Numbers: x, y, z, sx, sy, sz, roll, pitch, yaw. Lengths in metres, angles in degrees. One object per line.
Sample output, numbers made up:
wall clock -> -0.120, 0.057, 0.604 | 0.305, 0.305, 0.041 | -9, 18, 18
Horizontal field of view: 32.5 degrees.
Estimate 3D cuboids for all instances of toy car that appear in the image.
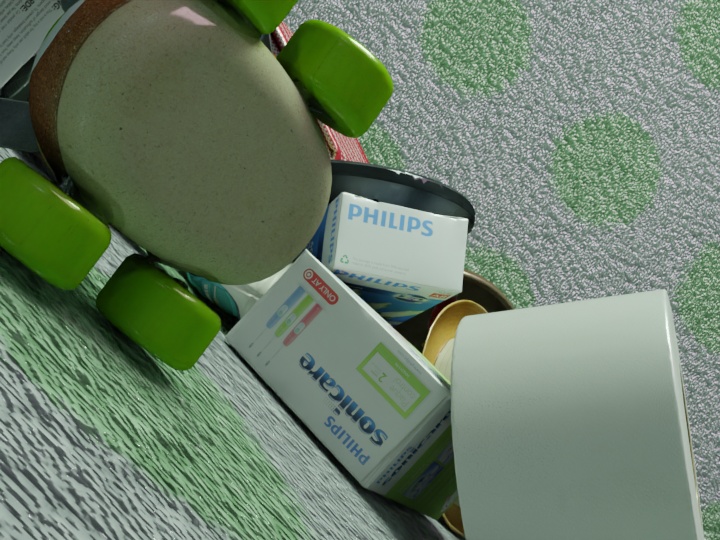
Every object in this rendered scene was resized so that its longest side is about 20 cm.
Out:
toy car -> -0.116, -0.082, 0.579 | 0.199, 0.165, 0.158 | 32, -8, 41

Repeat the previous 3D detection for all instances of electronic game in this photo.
electronic game -> -0.006, -0.050, 0.992 | 0.197, 0.042, 0.200 | 6, -13, 1

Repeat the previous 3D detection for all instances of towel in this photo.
towel -> -0.033, -0.132, 1.037 | 0.146, 0.022, 0.200 | 63, 7, 11

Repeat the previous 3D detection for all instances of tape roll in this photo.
tape roll -> 0.147, 0.121, 0.809 | 0.202, 0.137, 0.206 | -8, 90, -74

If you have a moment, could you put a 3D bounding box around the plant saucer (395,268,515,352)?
plant saucer -> 0.056, 0.061, 1.194 | 0.200, 0.199, 0.030 | 44, 29, -34

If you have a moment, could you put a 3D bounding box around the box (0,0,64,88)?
box -> -0.250, -0.193, 0.790 | 0.101, 0.113, 0.200 | 45, -1, -26

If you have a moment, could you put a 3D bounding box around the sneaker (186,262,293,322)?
sneaker -> -0.095, -0.007, 0.945 | 0.079, 0.078, 0.200 | 32, 0, -8

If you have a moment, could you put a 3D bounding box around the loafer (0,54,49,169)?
loafer -> -0.202, -0.102, 0.841 | 0.200, 0.071, 0.063 | -120, -174, -63

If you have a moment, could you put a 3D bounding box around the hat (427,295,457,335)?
hat -> 0.105, 0.114, 1.140 | 0.166, 0.176, 0.200 | 43, 0, 27

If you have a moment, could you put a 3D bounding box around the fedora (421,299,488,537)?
fedora -> 0.117, 0.123, 1.034 | 0.081, 0.203, 0.201 | -8, -35, 32

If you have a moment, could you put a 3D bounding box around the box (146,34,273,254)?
box -> -0.110, -0.117, 0.829 | 0.035, 0.109, 0.203 | -141, -139, -65

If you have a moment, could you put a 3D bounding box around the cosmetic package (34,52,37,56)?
cosmetic package -> -0.197, -0.182, 0.988 | 0.199, 0.151, 0.052 | 39, -24, -7

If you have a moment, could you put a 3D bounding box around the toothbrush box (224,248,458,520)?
toothbrush box -> 0.011, 0.088, 0.878 | 0.146, 0.086, 0.200 | 44, 1, 25

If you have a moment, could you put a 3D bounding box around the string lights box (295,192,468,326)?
string lights box -> 0.000, 0.000, 0.973 | 0.101, 0.060, 0.200 | 11, -15, -15
